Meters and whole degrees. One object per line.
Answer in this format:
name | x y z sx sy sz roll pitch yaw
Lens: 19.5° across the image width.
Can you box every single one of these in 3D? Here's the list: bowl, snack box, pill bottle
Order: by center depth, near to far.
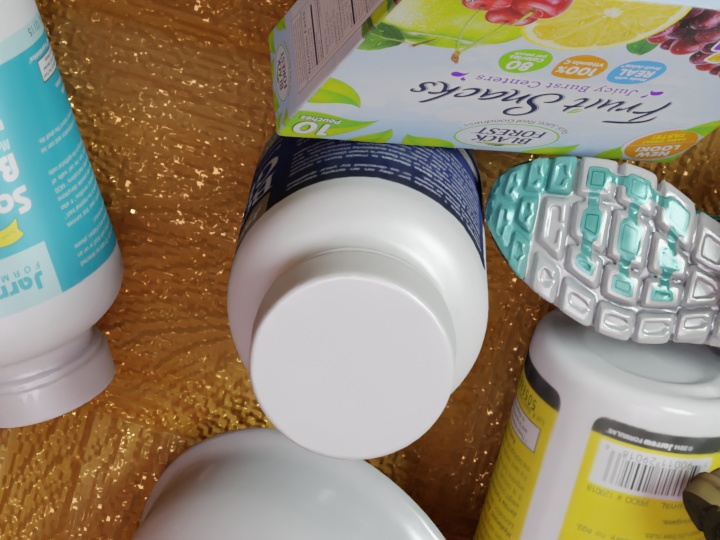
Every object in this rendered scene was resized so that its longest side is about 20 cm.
snack box | 0.079 -0.099 0.865 0.199 0.053 0.142 2 159 -25
pill bottle | 0.000 0.000 0.908 0.111 0.200 0.112 1 112 2
pill bottle | -0.174 -0.032 0.950 0.110 0.111 0.201 -14 111 8
pill bottle | 0.112 0.126 1.004 0.111 0.111 0.201 13 112 -3
bowl | -0.047 0.185 1.005 0.200 0.090 0.202 12 118 25

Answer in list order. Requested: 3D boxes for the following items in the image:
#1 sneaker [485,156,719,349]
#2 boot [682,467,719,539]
sneaker | 0.147 0.002 0.962 0.199 0.091 0.078 20 89 -8
boot | 0.265 0.081 0.921 0.175 0.066 0.200 36 73 13
